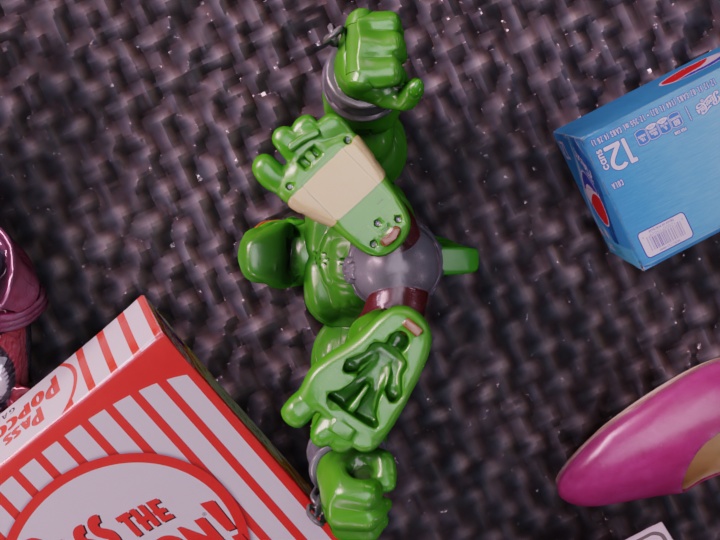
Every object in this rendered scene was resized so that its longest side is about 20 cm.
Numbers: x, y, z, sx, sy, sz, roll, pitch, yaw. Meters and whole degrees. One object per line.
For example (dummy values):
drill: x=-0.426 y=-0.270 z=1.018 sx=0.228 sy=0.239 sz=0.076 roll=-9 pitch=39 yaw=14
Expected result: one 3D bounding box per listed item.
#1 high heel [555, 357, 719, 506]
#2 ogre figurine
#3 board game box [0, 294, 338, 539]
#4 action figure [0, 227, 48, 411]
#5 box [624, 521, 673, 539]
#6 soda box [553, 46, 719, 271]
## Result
high heel: x=0.189 y=0.083 z=0.838 sx=0.200 sy=0.067 sz=0.096 roll=-19 pitch=63 yaw=-13
ogre figurine: x=0.000 y=0.000 z=0.802 sx=0.098 sy=0.120 sz=0.200 roll=-18 pitch=95 yaw=2
board game box: x=-0.085 y=0.133 z=0.818 sx=0.151 sy=0.046 sz=0.200 roll=-40 pitch=115 yaw=0
action figure: x=-0.186 y=-0.020 z=0.815 sx=0.200 sy=0.134 sz=0.149 roll=57 pitch=47 yaw=-19
box: x=0.064 y=0.201 z=0.828 sx=0.200 sy=0.060 sz=0.117 roll=-28 pitch=136 yaw=-1
soda box: x=0.189 y=-0.075 z=0.833 sx=0.200 sy=0.068 sz=0.064 roll=-26 pitch=98 yaw=-1
